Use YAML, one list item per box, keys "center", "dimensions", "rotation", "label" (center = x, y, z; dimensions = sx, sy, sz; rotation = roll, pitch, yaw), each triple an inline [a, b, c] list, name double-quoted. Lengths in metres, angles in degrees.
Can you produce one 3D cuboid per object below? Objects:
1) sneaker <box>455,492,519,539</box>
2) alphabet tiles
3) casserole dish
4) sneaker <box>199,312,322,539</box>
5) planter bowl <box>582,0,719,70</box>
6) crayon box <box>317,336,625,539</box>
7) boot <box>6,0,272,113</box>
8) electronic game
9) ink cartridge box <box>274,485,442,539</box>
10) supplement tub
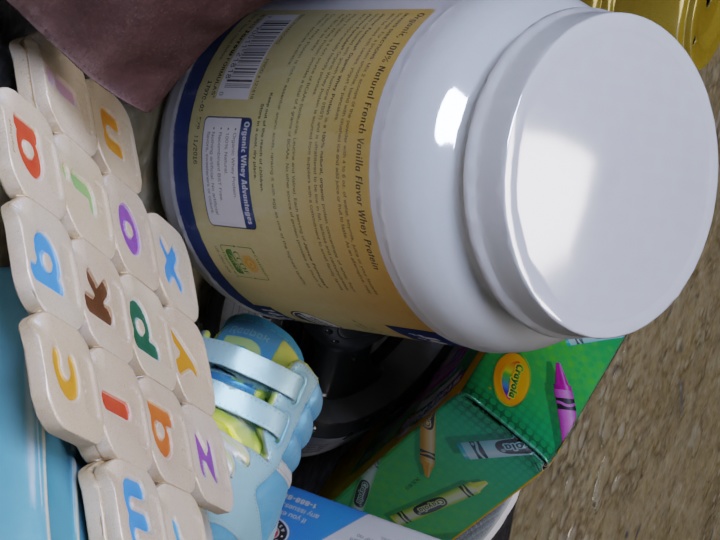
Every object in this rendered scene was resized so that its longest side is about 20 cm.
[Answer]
- center: [0.082, 0.103, 1.324]
  dimensions: [0.080, 0.070, 0.201]
  rotation: [69, 41, -61]
  label: "sneaker"
- center: [-0.090, 0.019, 0.779]
  dimensions: [0.196, 0.015, 0.201]
  rotation: [46, 31, -70]
  label: "alphabet tiles"
- center: [-0.108, 0.081, 0.746]
  dimensions: [0.200, 0.039, 0.121]
  rotation: [-99, 167, -45]
  label: "casserole dish"
- center: [-0.077, 0.078, 0.909]
  dimensions: [0.200, 0.079, 0.131]
  rotation: [23, 87, -78]
  label: "sneaker"
- center: [0.187, -0.179, 1.357]
  dimensions: [0.200, 0.083, 0.201]
  rotation: [-50, 149, -45]
  label: "planter bowl"
- center: [0.050, 0.083, 1.115]
  dimensions: [0.119, 0.058, 0.200]
  rotation: [-54, -175, -39]
  label: "crayon box"
- center: [-0.075, -0.158, 0.694]
  dimensions: [0.166, 0.072, 0.200]
  rotation: [-38, 123, 13]
  label: "boot"
- center: [0.000, 0.000, 1.045]
  dimensions: [0.200, 0.042, 0.200]
  rotation: [-32, 137, -36]
  label: "electronic game"
- center: [-0.037, 0.211, 1.007]
  dimensions: [0.200, 0.146, 0.084]
  rotation: [-57, 155, -33]
  label: "ink cartridge box"
- center: [0.029, -0.043, 0.866]
  dimensions: [0.144, 0.200, 0.145]
  rotation: [-6, 99, -41]
  label: "supplement tub"
